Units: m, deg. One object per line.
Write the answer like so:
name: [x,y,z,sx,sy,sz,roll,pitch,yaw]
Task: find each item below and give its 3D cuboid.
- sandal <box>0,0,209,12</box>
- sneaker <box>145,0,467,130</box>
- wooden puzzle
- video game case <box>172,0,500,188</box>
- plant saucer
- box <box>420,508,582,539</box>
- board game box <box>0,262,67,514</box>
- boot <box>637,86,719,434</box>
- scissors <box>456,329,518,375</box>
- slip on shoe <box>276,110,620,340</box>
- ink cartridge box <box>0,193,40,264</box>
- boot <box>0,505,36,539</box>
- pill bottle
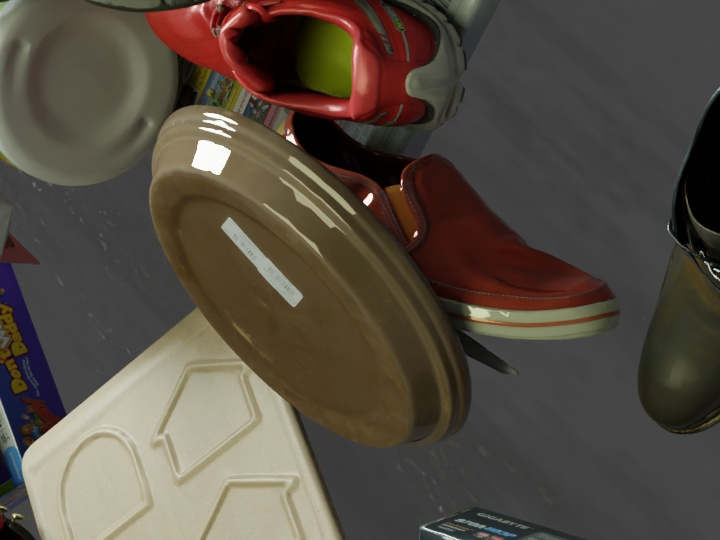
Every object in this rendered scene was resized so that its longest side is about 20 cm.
sandal: [-0.139,-0.165,0.888,0.199,0.057,0.081,3,101,26]
sneaker: [-0.042,-0.116,0.874,0.199,0.084,0.078,21,112,40]
wooden puzzle: [-0.092,0.129,0.986,0.185,0.046,0.201,-38,51,23]
video game case: [-0.028,-0.117,0.937,0.182,0.022,0.201,47,128,27]
plant saucer: [-0.031,0.011,0.866,0.199,0.029,0.201,38,155,21]
box: [0.111,0.210,0.838,0.199,0.046,0.161,10,105,43]
board game box: [-0.261,0.057,1.182,0.134,0.045,0.202,-33,76,43]
boot: [0.142,-0.010,0.739,0.075,0.096,0.201,42,124,30]
scissors: [0.000,0.000,0.909,0.199,0.014,0.074,13,105,43]
slip on shoe: [0.032,-0.020,0.852,0.199,0.074,0.062,27,113,29]
ink cartridge box: [-0.255,-0.076,1.051,0.160,0.200,0.047,44,95,9]
boot: [-0.242,0.130,1.069,0.150,0.072,0.203,13,112,61]
pill bottle: [-0.191,-0.121,1.021,0.199,0.110,0.112,25,116,54]
